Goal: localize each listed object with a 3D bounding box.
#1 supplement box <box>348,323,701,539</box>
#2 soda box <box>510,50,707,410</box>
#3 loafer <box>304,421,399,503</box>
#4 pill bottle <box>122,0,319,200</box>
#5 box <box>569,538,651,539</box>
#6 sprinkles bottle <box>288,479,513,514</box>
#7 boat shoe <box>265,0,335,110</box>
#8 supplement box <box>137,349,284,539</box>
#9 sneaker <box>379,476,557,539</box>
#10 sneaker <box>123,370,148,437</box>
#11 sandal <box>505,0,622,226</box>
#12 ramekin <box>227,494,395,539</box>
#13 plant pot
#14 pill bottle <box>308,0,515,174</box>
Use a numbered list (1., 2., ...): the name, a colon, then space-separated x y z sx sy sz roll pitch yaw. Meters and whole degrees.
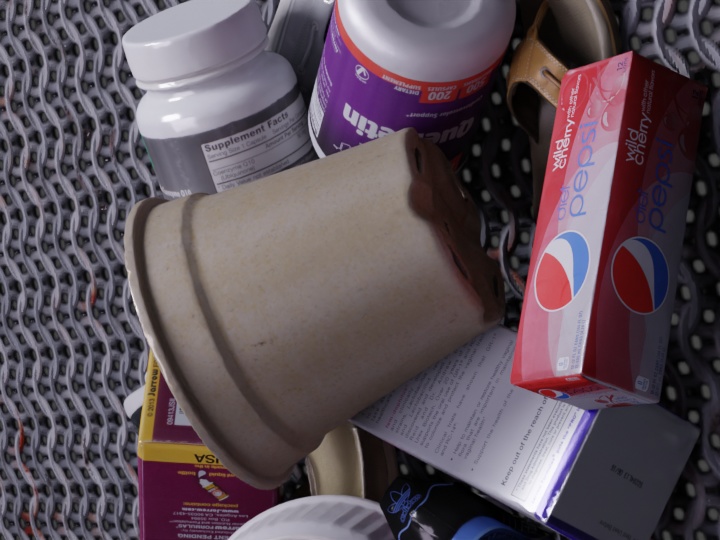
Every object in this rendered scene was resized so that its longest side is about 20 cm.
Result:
1. supplement box: 0.100 0.097 1.542 0.200 0.101 0.104 22 84 47
2. soda box: 0.147 -0.022 1.426 0.070 0.063 0.201 -13 63 54
3. loafer: -0.020 0.105 1.676 0.076 0.067 0.201 4 98 55
4. pill bottle: -0.085 -0.080 1.646 0.113 0.113 0.201 7 122 52
5. box: 0.115 0.246 1.518 0.095 0.200 0.103 46 136 31
6. sprinkles bottle: 0.026 0.187 1.727 0.200 0.068 0.069 0 102 53
7. boat shoe: -0.017 -0.155 1.674 0.068 0.072 0.201 41 122 43
8. supplement box: -0.106 0.145 1.773 0.200 0.103 0.131 94 179 -46
9. sneaker: 0.076 0.178 1.574 0.078 0.200 0.070 36 86 27
10. sneaker: -0.122 0.125 1.895 0.112 0.073 0.200 65 160 7
11. sandal: 0.120 -0.105 1.513 0.080 0.054 0.201 16 113 50
12. ramekin: -0.027 0.250 1.601 0.201 0.094 0.203 -1 87 13
13. plant pot: -0.017 0.009 1.506 0.183 0.200 0.201 -25 79 16
14. pill bottle: 0.028 -0.122 1.561 0.113 0.112 0.200 58 156 22
